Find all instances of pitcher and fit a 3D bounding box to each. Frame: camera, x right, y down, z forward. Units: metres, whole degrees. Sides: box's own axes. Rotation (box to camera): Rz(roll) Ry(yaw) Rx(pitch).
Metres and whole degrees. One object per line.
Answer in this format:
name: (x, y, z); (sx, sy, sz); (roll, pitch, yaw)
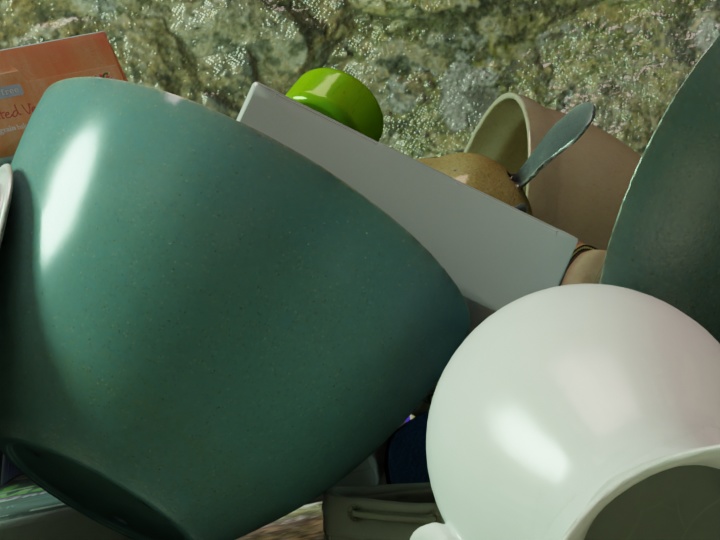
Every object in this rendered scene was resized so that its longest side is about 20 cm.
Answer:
pitcher: (0.069, 0.087, 0.985); (0.171, 0.121, 0.200); (-25, 18, -3)

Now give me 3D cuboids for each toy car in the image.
toy car: (0.024, -0.027, 1.385); (0.200, 0.158, 0.164); (-23, 23, 46)

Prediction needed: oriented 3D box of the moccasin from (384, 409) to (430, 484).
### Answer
moccasin: (0.108, 0.090, 1.225); (0.199, 0.081, 0.068); (1, -3, -6)

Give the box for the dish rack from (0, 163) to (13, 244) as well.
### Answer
dish rack: (-0.195, 0.061, 1.117); (0.043, 0.201, 0.172); (17, -22, -16)

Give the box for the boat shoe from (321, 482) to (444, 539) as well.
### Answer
boat shoe: (0.078, 0.098, 1.125); (0.199, 0.066, 0.072); (-11, 3, 24)

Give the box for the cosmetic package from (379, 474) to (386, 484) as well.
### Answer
cosmetic package: (0.088, 0.088, 1.392); (0.199, 0.051, 0.083); (-14, 6, -18)

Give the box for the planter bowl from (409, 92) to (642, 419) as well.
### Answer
planter bowl: (0.120, 0.015, 1.531); (0.134, 0.201, 0.200); (13, -2, -12)

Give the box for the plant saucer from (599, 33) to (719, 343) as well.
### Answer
plant saucer: (0.166, -0.022, 1.132); (0.039, 0.202, 0.201); (27, 24, 28)

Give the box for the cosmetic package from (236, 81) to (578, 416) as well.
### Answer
cosmetic package: (0.000, 0.000, 1.228); (0.150, 0.052, 0.200); (24, -18, -1)

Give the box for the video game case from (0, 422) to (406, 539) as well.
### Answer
video game case: (-0.083, 0.097, 1.281); (0.199, 0.023, 0.182); (-13, 3, 6)

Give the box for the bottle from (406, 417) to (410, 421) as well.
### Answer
bottle: (0.120, 0.058, 1.657); (0.199, 0.065, 0.084); (-11, 2, 23)

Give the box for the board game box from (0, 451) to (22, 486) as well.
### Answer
board game box: (-0.188, 0.093, 1.420); (0.200, 0.166, 0.057); (-14, 40, -34)

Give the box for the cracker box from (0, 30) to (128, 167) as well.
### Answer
cracker box: (-0.193, -0.024, 1.261); (0.134, 0.058, 0.200); (-14, -22, -32)

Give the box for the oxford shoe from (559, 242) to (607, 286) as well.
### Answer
oxford shoe: (0.131, 0.024, 1.304); (0.075, 0.071, 0.200); (12, 12, 21)

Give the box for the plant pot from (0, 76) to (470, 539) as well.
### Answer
plant pot: (-0.074, 0.035, 1.123); (0.200, 0.135, 0.200); (25, -18, 9)
